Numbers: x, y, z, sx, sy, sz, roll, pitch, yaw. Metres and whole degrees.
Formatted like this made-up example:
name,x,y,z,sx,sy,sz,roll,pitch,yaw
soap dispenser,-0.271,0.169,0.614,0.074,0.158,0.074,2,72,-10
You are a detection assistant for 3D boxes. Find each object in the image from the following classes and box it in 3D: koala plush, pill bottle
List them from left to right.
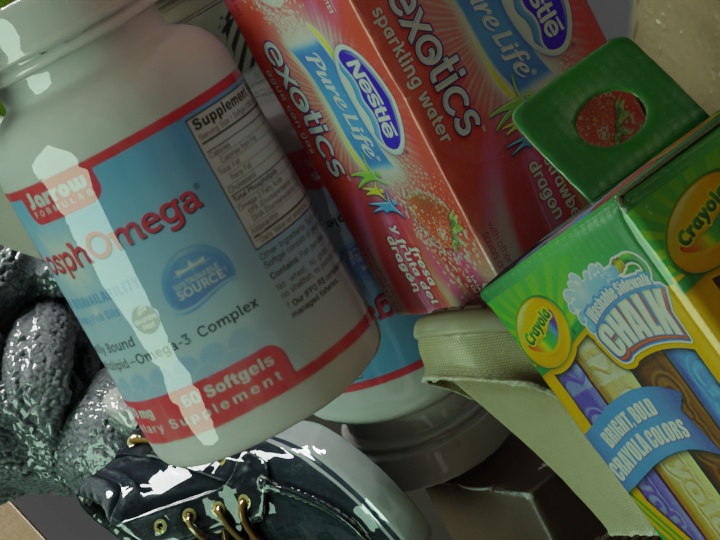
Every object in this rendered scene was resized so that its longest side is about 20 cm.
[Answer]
name,x,y,z,sx,sy,sz,roll,pitch,yaw
koala plush,-0.166,0.098,1.419,0.200,0.184,0.178,26,145,26
pill bottle,-0.082,-0.029,0.928,0.200,0.109,0.109,61,154,-10
pill bottle,0.000,0.000,1.055,0.109,0.109,0.200,12,132,56

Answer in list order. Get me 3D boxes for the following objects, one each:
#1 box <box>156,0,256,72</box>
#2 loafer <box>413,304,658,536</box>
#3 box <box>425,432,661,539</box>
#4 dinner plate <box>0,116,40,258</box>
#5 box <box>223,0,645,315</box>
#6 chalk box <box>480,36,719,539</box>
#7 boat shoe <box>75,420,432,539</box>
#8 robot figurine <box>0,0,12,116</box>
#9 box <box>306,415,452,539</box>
name,x,y,z,sx,sy,sz,roll,pitch,yaw
box,-0.064,-0.049,1.137,0.082,0.068,0.200,20,138,51
loafer,0.107,0.070,0.889,0.200,0.068,0.076,23,165,-18
box,0.121,0.168,1.091,0.100,0.075,0.200,0,123,61
dinner plate,-0.160,-0.035,1.245,0.200,0.024,0.200,8,159,3
box,0.027,-0.092,0.903,0.095,0.103,0.200,-7,114,61
chalk box,0.138,0.005,0.799,0.200,0.125,0.124,54,155,0
boat shoe,-0.054,0.118,1.082,0.200,0.091,0.071,19,150,50
robot figurine,-0.215,-0.133,1.260,0.175,0.116,0.200,41,154,-1
box,0.027,0.162,1.253,0.200,0.068,0.082,41,150,29
